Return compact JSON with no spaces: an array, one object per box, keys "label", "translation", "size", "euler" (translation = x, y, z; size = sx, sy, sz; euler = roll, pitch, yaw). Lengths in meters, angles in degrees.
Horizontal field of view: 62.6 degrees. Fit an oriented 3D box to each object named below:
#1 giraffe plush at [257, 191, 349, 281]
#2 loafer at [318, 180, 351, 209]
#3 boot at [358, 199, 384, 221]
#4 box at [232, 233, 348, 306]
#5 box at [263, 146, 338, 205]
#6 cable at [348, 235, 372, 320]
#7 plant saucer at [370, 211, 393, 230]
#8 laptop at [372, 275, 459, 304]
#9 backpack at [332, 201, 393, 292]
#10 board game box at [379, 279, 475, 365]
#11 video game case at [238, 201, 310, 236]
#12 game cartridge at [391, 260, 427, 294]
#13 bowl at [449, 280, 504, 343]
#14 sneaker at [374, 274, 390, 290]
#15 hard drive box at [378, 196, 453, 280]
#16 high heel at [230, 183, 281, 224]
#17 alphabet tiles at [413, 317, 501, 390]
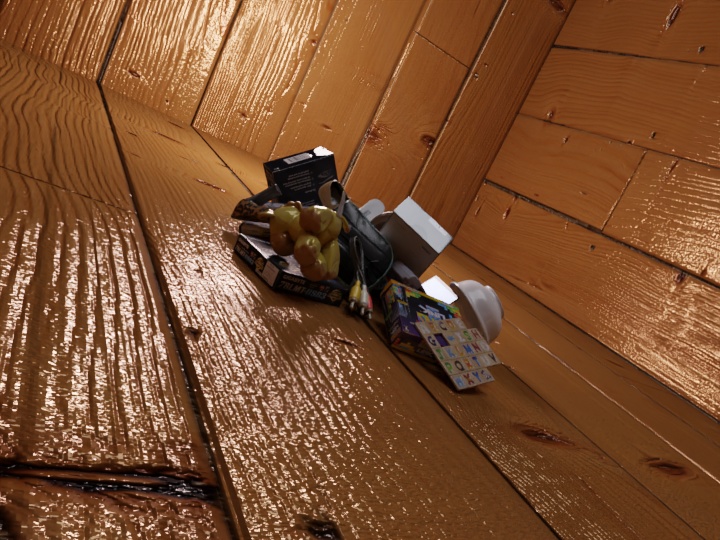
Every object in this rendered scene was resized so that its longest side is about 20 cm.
[{"label":"giraffe plush","translation":[-0.129,-0.084,1.251],"size":[0.159,0.203,0.173],"euler":[7,-30,22]},{"label":"loafer","translation":[-0.050,-0.157,1.596],"size":[0.075,0.068,0.202],"euler":[-25,77,-28]},{"label":"boot","translation":[-0.015,-0.128,1.697],"size":[0.199,0.096,0.074],"euler":[-31,79,-35]},{"label":"box","translation":[-0.156,-0.003,1.315],"size":[0.198,0.050,0.198],"euler":[18,15,-43]},{"label":"box","translation":[-0.170,-0.241,1.777],"size":[0.194,0.203,0.117],"euler":[-19,29,-18]},{"label":"cable","translation":[0.007,0.019,1.347],"size":[0.050,0.203,0.097],"euler":[-15,-35,32]},{"label":"plant saucer","translation":[0.093,-0.061,1.626],"size":[0.198,0.202,0.029],"euler":[30,34,14]},{"label":"laptop","translation":[0.139,0.053,1.624],"size":[0.198,0.104,0.177],"euler":[23,11,-22]},{"label":"backpack","translation":[-0.021,-0.038,1.469],"size":[0.199,0.176,0.154],"euler":[41,-17,11]},{"label":"board game box","translation":[0.146,0.122,1.313],"size":[0.198,0.057,0.167],"euler":[22,31,-25]},{"label":"video game case","translation":[-0.201,-0.134,1.559],"size":[0.177,0.026,0.201],"euler":[6,26,8]},{"label":"game cartridge","translation":[0.143,0.072,1.463],"size":[0.202,0.041,0.133],"euler":[60,-7,-25]},{"label":"bowl","translation":[0.327,0.104,1.605],"size":[0.203,0.089,0.201],"euler":[63,-6,11]},{"label":"sneaker","translation":[0.000,0.001,1.619],"size":[0.198,0.071,0.093],"euler":[24,28,26]},{"label":"hard drive box","translation":[0.119,-0.061,1.513],"size":[0.156,0.200,0.077],"euler":[44,54,5]},{"label":"high heel","translation":[-0.243,-0.109,1.447],"size":[0.072,0.141,0.202],"euler":[52,14,-52]},{"label":"alphabet tiles","translation":[0.220,0.171,1.263],"size":[0.198,0.008,0.168],"euler":[-1,48,-46]}]
